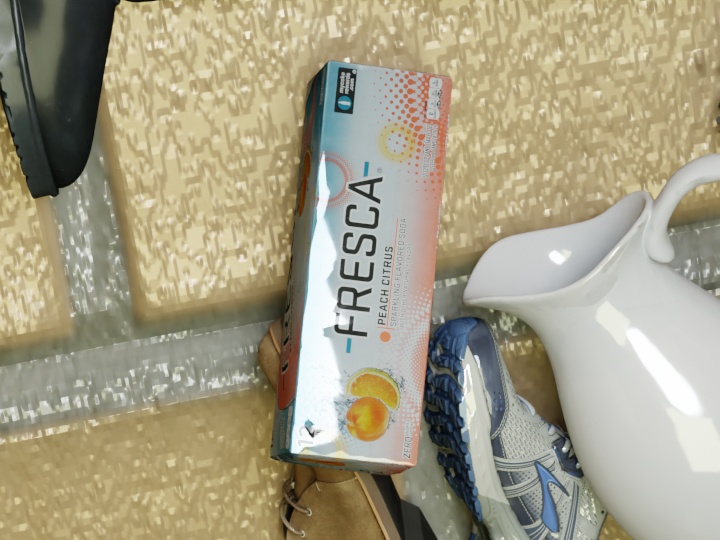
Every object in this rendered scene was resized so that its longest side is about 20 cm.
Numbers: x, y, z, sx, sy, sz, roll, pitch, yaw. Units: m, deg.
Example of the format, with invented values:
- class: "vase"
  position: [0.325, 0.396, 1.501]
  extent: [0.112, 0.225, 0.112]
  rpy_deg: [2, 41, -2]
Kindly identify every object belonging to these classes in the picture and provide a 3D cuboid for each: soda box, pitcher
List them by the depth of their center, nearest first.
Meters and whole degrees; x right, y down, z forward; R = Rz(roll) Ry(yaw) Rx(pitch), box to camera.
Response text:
- class: "soda box"
  position: [0.000, 0.000, 1.463]
  extent: [0.068, 0.064, 0.201]
  rpy_deg: [7, 82, -10]
- class: "pitcher"
  position: [0.174, 0.048, 1.479]
  extent: [0.171, 0.121, 0.200]
  rpy_deg: [-28, 107, 28]

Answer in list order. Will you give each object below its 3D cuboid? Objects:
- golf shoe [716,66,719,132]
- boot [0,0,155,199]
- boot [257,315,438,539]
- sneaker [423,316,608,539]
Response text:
- class: "golf shoe"
  position: [0.245, -0.137, 1.482]
  extent: [0.094, 0.078, 0.201]
  rpy_deg: [13, 107, -12]
- class: "boot"
  position: [-0.108, -0.142, 1.440]
  extent: [0.162, 0.073, 0.199]
  rpy_deg: [-11, 109, -7]
- class: "boot"
  position: [-0.018, 0.118, 1.540]
  extent: [0.075, 0.074, 0.201]
  rpy_deg: [-22, 112, 11]
- class: "sneaker"
  position: [0.091, 0.105, 1.553]
  extent: [0.085, 0.077, 0.201]
  rpy_deg: [-22, 117, -10]
